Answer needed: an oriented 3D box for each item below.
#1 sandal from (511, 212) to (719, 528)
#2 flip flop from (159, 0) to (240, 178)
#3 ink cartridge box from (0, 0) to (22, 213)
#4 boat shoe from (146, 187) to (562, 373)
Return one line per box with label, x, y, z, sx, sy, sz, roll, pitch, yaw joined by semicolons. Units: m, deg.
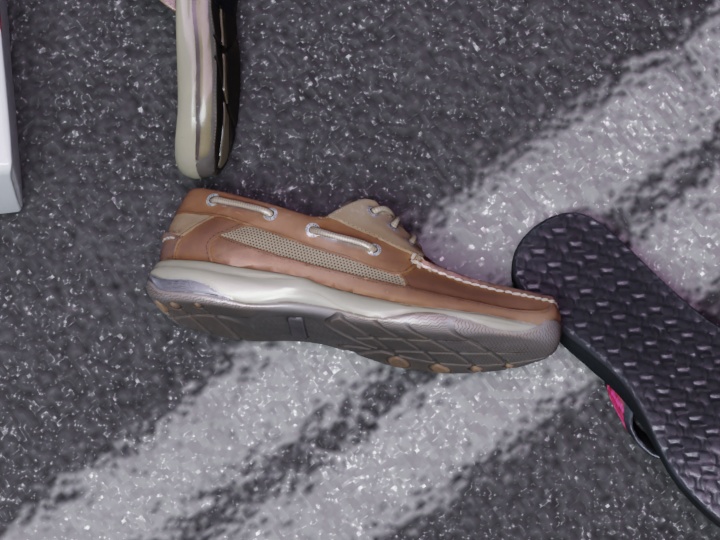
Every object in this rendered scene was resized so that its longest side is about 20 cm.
sandal;0.150;0.053;1.444;0.075;0.045;0.200;-36;67;-14
flip flop;-0.089;-0.144;1.461;0.057;0.081;0.201;-1;83;12
ink cartridge box;-0.268;-0.097;1.432;0.199;0.083;0.146;-5;78;-4
boat shoe;0.000;0.000;1.428;0.199;0.076;0.072;10;72;1
